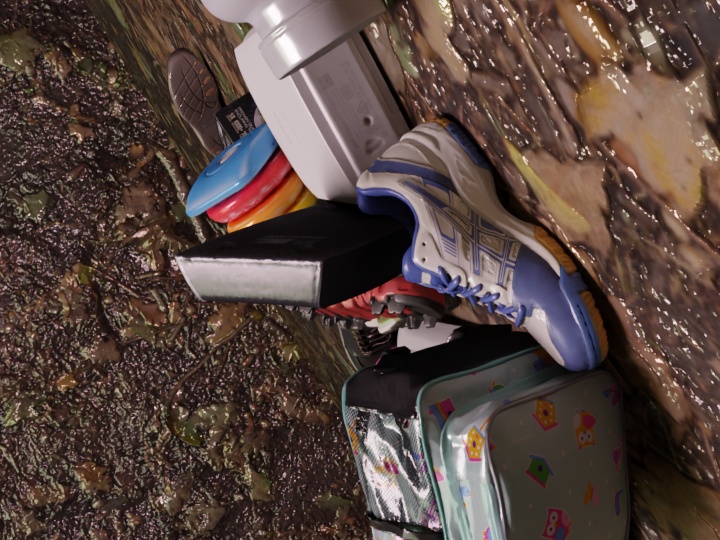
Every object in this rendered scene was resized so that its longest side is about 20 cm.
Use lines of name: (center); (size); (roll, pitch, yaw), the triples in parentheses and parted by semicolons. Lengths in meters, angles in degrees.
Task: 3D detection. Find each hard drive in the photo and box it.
hard drive: (-0.029, -0.016, 0.682); (0.133, 0.199, 0.043); (2, 105, 27)

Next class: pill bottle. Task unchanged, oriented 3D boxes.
pill bottle: (-0.068, -0.223, 0.548); (0.202, 0.111, 0.112); (59, 170, -10)

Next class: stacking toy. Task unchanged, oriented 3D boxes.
stacking toy: (-0.065, -0.040, 0.908); (0.109, 0.117, 0.200); (-23, 117, 41)

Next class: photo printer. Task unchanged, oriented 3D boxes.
photo printer: (-0.036, -0.138, 0.767); (0.168, 0.069, 0.200); (60, 169, -15)

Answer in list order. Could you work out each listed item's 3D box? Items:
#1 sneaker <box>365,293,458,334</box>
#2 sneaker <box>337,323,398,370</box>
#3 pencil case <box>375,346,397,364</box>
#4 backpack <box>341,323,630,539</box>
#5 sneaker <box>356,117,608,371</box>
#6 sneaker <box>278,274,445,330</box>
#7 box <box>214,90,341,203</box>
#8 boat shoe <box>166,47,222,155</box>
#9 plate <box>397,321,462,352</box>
sneaker: (0.033, 0.009, 0.909); (0.200, 0.076, 0.090); (174, 77, -74)
sneaker: (0.012, 0.085, 1.167); (0.202, 0.074, 0.106); (62, 177, -15)
pencil case: (0.082, 0.193, 1.136); (0.090, 0.094, 0.202); (-15, 112, 47)
backpack: (0.093, 0.154, 0.625); (0.152, 0.174, 0.204); (8, 106, 48)
sneaker: (0.074, -0.003, 0.602); (0.201, 0.087, 0.076); (52, 167, 22)
sneaker: (0.000, 0.000, 0.830); (0.070, 0.100, 0.198); (23, 161, -40)
box: (-0.085, -0.102, 1.061); (0.165, 0.085, 0.200); (56, 170, 8)
boat shoe: (-0.259, -0.267, 1.435); (0.073, 0.074, 0.201); (48, 165, 38)
plate: (0.085, 0.152, 0.886); (0.199, 0.032, 0.204); (-175, 78, -67)
